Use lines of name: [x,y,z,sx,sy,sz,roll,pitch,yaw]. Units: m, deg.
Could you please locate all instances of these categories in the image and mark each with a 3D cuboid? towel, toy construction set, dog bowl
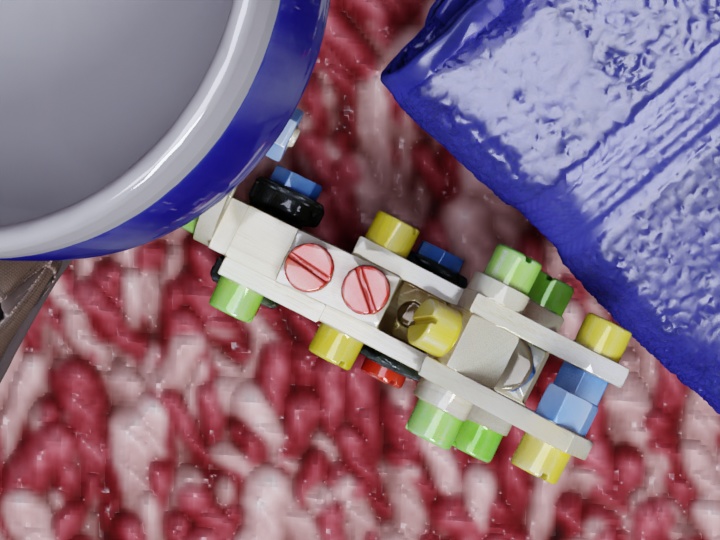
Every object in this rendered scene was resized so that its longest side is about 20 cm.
towel: [0.123,-0.055,0.933,0.148,0.050,0.200,-40,110,15]
toy construction set: [0.000,0.000,0.940,0.200,0.131,0.092,41,91,0]
dog bowl: [-0.113,-0.103,0.864,0.199,0.079,0.201,-1,87,17]

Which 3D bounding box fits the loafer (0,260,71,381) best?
loafer: [-0.136,-0.018,0.980,0.073,0.071,0.200,23,100,1]
